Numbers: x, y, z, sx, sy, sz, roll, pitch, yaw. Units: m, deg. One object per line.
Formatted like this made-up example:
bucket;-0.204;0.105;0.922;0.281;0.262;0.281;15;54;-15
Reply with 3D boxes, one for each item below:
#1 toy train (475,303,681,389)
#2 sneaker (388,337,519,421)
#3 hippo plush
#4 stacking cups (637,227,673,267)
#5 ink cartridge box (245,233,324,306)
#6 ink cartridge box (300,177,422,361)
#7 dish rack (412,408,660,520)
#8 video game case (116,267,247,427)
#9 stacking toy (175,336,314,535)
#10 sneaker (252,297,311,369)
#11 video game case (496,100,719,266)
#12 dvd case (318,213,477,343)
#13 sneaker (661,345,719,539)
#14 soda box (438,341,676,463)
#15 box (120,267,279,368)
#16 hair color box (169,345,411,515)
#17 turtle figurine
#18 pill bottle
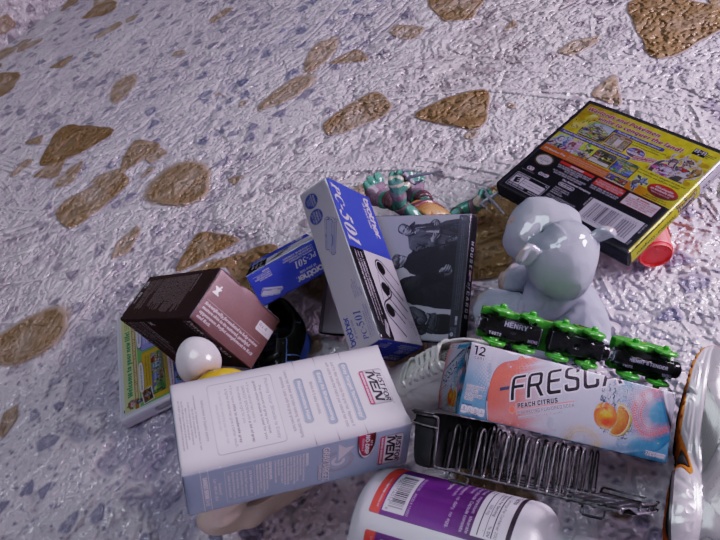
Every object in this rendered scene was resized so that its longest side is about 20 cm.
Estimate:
toy train;0.200;0.067;0.667;0.197;0.042;0.056;14;7;-3
sneaker;0.087;0.107;0.752;0.198;0.081;0.077;-15;44;35
hippo plush;0.187;0.020;0.748;0.157;0.162;0.201;-21;41;3
stacking cups;0.336;-0.087;0.874;0.060;0.061;0.202;-10;48;16
ink cartridge box;-0.095;-0.005;0.924;0.093;0.045;0.200;-29;7;-3
ink cartridge box;0.000;0.000;0.818;0.044;0.094;0.202;-30;65;25
dish rack;0.154;0.169;0.623;0.197;0.153;0.055;6;81;32
video game case;-0.249;0.099;0.986;0.180;0.022;0.201;-25;42;0
stacking toy;-0.133;0.151;0.737;0.145;0.147;0.201;-30;66;-6
sneaker;-0.104;0.124;0.846;0.069;0.078;0.202;-12;43;14
video game case;0.295;-0.113;0.854;0.180;0.026;0.199;-41;47;-13
dvd case;0.041;0.008;0.870;0.197;0.025;0.153;1;80;33
sneaker;0.319;0.161;0.617;0.091;0.076;0.202;9;59;23
soda box;0.173;0.117;0.641;0.197;0.068;0.065;14;82;-7
box;-0.197;0.059;0.863;0.198;0.100;0.076;-8;45;50
hair color box;-0.064;0.138;0.640;0.197;0.061;0.100;-10;42;-15
turtle figurine;0.088;-0.085;0.941;0.200;0.148;0.102;36;110;58
pill bottle;0.094;0.241;0.603;0.197;0.113;0.113;6;49;30
